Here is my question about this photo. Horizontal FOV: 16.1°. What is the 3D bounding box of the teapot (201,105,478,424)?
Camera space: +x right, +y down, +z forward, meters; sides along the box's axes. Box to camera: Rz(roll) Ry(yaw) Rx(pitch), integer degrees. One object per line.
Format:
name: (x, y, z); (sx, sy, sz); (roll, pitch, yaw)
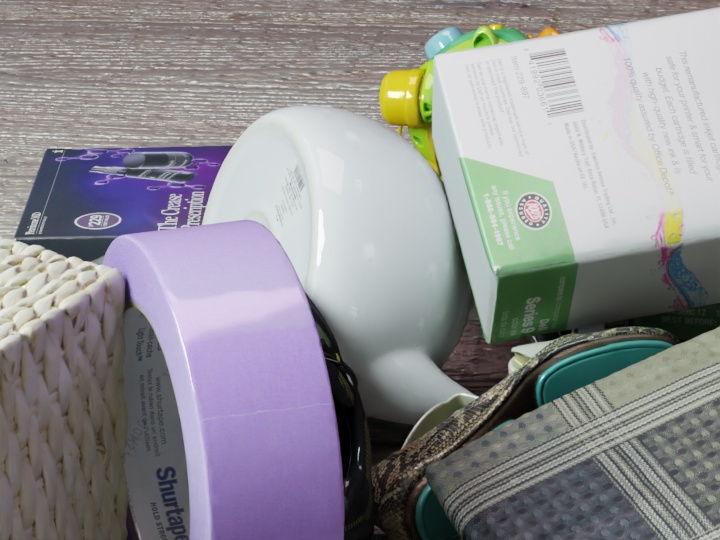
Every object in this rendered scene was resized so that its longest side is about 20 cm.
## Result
teapot: (0.000, 0.000, 1.477); (0.145, 0.201, 0.197); (7, -4, -28)

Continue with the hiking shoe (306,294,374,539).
hiking shoe: (-0.027, 0.063, 1.293); (0.075, 0.101, 0.201); (-6, 52, -17)

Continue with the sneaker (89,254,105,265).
sneaker: (-0.172, 0.042, 1.387); (0.200, 0.077, 0.082); (-34, -27, 25)

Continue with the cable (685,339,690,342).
cable: (0.152, 0.097, 1.418); (0.097, 0.051, 0.200); (22, 40, 29)

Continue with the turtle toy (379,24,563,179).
turtle toy: (0.099, -0.094, 1.741); (0.145, 0.201, 0.101); (3, 47, 16)

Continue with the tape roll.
tape roll: (-0.070, 0.079, 1.201); (0.065, 0.201, 0.200); (-7, 20, -18)

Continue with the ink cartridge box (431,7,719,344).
ink cartridge box: (0.150, -0.055, 1.397); (0.199, 0.088, 0.146); (-11, 60, -6)

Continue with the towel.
towel: (0.155, 0.116, 1.232); (0.199, 0.035, 0.193); (-24, 38, -11)

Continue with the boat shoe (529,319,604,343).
boat shoe: (0.094, -0.007, 1.468); (0.056, 0.069, 0.201); (-4, 46, -10)

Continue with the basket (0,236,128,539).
basket: (-0.215, 0.093, 1.173); (0.160, 0.201, 0.198); (10, 22, 22)

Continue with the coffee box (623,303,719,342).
coffee box: (0.243, 0.003, 1.650); (0.122, 0.044, 0.200); (5, 20, 16)

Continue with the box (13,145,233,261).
box: (-0.148, -0.019, 1.684); (0.140, 0.079, 0.200); (-4, 19, 0)

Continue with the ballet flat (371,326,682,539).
ballet flat: (0.080, 0.077, 1.351); (0.199, 0.068, 0.075); (-30, 32, -24)
